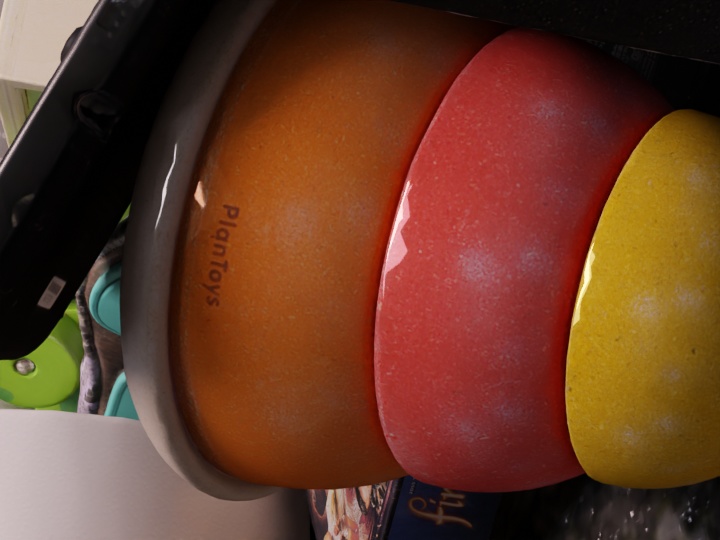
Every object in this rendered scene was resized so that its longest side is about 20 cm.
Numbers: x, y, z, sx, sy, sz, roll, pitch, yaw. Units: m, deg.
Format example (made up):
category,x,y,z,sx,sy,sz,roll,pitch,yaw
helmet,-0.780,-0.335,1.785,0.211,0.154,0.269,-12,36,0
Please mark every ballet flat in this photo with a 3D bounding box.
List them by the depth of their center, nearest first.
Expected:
category,x,y,z,sx,sy,sz,roll,pitch,yaw
ballet flat,-0.053,0.008,0.832,0.200,0.072,0.072,115,155,-63

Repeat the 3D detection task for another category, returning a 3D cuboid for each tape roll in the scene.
category,x,y,z,sx,sy,sz,roll,pitch,yaw
tape roll,-0.116,0.109,0.879,0.202,0.202,0.071,-37,49,56

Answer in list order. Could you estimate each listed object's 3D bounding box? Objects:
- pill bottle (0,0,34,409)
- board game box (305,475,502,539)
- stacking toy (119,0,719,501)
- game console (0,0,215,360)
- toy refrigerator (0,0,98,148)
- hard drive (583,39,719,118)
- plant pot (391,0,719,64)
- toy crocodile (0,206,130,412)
category,x,y,z,sx,sy,sz,roll,pitch,yaw
pill bottle,-0.147,-0.017,1.068,0.116,0.116,0.200,-17,59,62
board game box,0.000,0.000,0.813,0.136,0.035,0.200,102,159,-50
stacking toy,0.058,0.007,0.617,0.200,0.146,0.146,17,99,25
game console,-0.093,-0.079,0.669,0.176,0.116,0.200,-59,1,-3
toy refrigerator,-0.079,-0.059,0.923,0.200,0.076,0.070,110,169,-78
hard drive,0.067,-0.092,0.762,0.200,0.033,0.140,43,120,61
plant pot,0.055,-0.158,0.594,0.200,0.200,0.177,56,131,48
toy crocodile,-0.093,0.044,0.959,0.068,0.062,0.200,-77,-17,-48
